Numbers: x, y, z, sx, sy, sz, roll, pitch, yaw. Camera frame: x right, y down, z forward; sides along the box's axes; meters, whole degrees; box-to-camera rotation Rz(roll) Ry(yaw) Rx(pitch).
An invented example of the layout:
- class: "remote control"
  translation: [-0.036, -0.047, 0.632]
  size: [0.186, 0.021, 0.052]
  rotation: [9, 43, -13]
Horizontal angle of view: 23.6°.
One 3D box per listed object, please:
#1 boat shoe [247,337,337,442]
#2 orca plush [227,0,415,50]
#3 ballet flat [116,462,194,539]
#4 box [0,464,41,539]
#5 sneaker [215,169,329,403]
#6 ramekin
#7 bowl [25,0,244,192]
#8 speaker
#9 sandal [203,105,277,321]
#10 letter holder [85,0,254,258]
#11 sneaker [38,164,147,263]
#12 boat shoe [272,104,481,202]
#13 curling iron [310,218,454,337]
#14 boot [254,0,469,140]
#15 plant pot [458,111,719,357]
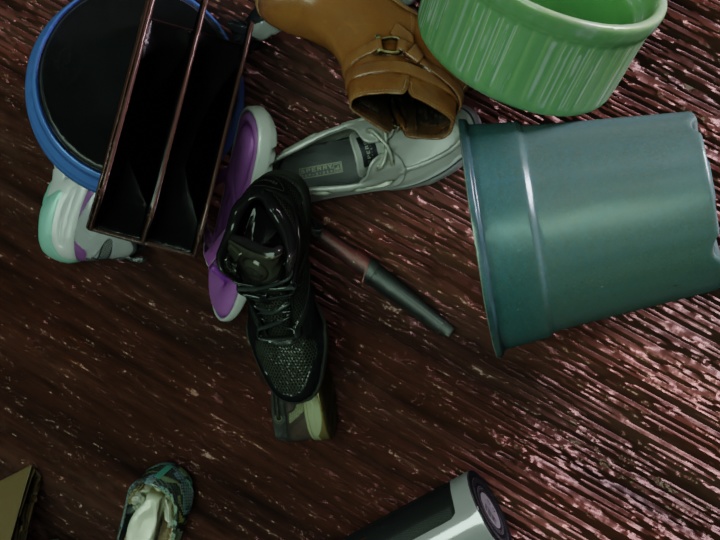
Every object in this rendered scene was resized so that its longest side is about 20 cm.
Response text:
- class: "boat shoe"
  translation: [-0.071, 0.058, 1.553]
  size: [0.065, 0.072, 0.203]
  rotation: [-12, 93, 9]
- class: "orca plush"
  translation: [-0.021, -0.256, 1.550]
  size: [0.199, 0.072, 0.105]
  rotation: [-29, 129, 24]
- class: "ballet flat"
  translation: [-0.209, 0.276, 1.598]
  size: [0.073, 0.074, 0.202]
  rotation: [14, 95, 14]
- class: "box"
  translation: [-0.394, 0.276, 1.606]
  size: [0.199, 0.164, 0.021]
  rotation: [-27, 117, 14]
- class: "sneaker"
  translation: [-0.077, 0.022, 1.459]
  size: [0.075, 0.114, 0.202]
  rotation: [1, 102, 17]
- class: "ramekin"
  translation: [0.143, -0.216, 1.424]
  size: [0.199, 0.200, 0.098]
  rotation: [31, 126, 11]
- class: "bowl"
  translation: [-0.201, -0.165, 1.551]
  size: [0.198, 0.039, 0.203]
  rotation: [2, 78, -11]
- class: "speaker"
  translation: [0.031, 0.258, 1.529]
  size: [0.199, 0.081, 0.082]
  rotation: [-30, 84, 14]
- class: "sandal"
  translation: [-0.121, -0.053, 1.545]
  size: [0.049, 0.082, 0.205]
  rotation: [2, 113, -26]
- class: "letter holder"
  translation: [-0.157, -0.132, 1.458]
  size: [0.099, 0.142, 0.202]
  rotation: [15, 76, -8]
- class: "sneaker"
  translation: [-0.220, -0.105, 1.591]
  size: [0.138, 0.078, 0.202]
  rotation: [5, 100, 11]
- class: "boat shoe"
  translation: [0.009, -0.105, 1.530]
  size: [0.198, 0.066, 0.073]
  rotation: [-9, 89, 15]
- class: "curling iron"
  translation: [0.000, 0.000, 1.536]
  size: [0.199, 0.050, 0.026]
  rotation: [37, 112, -7]
- class: "boot"
  translation: [-0.002, -0.179, 1.458]
  size: [0.198, 0.156, 0.077]
  rotation: [15, 134, -4]
- class: "plant pot"
  translation: [0.192, -0.042, 1.428]
  size: [0.194, 0.200, 0.203]
  rotation: [-9, 89, 7]
